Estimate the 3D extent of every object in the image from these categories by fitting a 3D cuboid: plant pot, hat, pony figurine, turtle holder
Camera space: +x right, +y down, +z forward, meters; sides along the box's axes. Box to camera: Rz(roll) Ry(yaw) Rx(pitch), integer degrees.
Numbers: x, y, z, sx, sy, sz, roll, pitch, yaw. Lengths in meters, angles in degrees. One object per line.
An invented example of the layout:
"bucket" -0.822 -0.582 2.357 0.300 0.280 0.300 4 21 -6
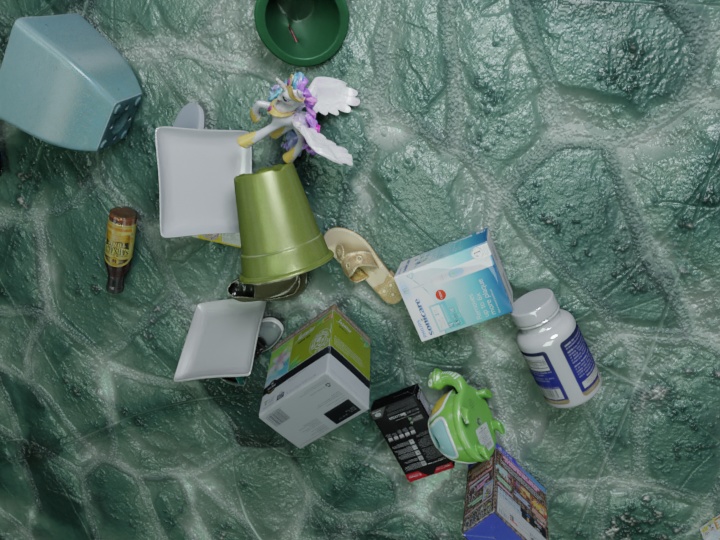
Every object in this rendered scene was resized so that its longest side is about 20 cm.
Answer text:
"plant pot" -0.559 -0.352 1.084 0.197 0.198 0.197 35 116 -9
"plant pot" -0.166 -0.101 1.064 0.193 0.200 0.197 -9 104 18
"hat" -0.123 -0.503 0.992 0.164 0.180 0.198 -34 137 22
"pony figurine" -0.108 -0.271 0.999 0.188 0.173 0.198 14 156 -34
"turtle holder" 0.202 0.313 1.147 0.130 0.142 0.187 -25 112 40

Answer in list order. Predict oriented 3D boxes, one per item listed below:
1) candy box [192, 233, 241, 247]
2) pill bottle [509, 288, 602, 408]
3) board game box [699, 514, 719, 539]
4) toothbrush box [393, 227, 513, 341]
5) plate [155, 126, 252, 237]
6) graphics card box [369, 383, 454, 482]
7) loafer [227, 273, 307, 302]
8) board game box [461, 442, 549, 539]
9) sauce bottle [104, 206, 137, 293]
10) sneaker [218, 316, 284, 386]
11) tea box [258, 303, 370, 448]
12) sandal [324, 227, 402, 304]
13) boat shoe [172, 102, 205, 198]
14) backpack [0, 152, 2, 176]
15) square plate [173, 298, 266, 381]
"candy box" -0.273 -0.105 1.181 0.193 0.026 0.106 13 114 10
"pill bottle" 0.367 0.145 1.044 0.117 0.120 0.204 -25 103 22
"board game box" 0.829 0.566 1.121 0.198 0.034 0.136 37 116 0
"toothbrush box" 0.183 0.030 1.072 0.195 0.086 0.150 -20 104 23
"plate" -0.307 -0.175 1.083 0.032 0.195 0.208 14 107 51
"graphics card box" 0.119 0.370 1.239 0.123 0.051 0.204 -25 103 23
"loafer" -0.205 0.035 1.182 0.194 0.069 0.078 -14 87 21
"board game box" 0.307 0.505 1.154 0.159 0.201 0.097 42 117 -3
"sauce bottle" -0.558 -0.042 1.266 0.064 0.066 0.206 19 115 7
"sneaker" -0.258 0.191 1.231 0.198 0.122 0.084 -36 112 25
"tea box" -0.090 0.220 1.147 0.198 0.199 0.134 -35 118 24
"sandal" 0.003 -0.004 1.117 0.211 0.070 0.078 42 115 -3
"boat shoe" -0.340 -0.232 1.127 0.072 0.086 0.210 4 87 21
"backpack" -0.911 -0.307 1.199 0.142 0.183 0.207 8 108 11
"square plate" -0.303 0.152 1.212 0.191 0.205 0.029 -9 141 19
